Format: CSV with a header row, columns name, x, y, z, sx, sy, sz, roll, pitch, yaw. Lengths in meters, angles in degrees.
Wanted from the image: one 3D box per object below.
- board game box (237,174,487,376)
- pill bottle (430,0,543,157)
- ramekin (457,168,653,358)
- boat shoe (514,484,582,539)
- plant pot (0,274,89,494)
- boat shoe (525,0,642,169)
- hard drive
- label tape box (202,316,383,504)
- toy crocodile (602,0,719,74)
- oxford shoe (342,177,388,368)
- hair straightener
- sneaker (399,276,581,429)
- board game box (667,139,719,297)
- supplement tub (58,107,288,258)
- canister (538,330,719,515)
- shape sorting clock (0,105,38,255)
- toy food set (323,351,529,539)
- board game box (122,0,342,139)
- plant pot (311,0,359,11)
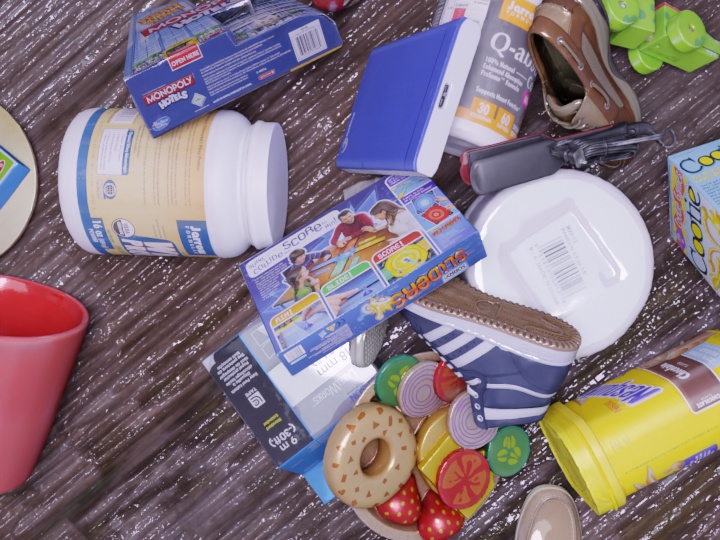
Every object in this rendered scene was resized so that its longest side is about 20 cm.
name,x,y,z,sx,sy,sz,roll,pitch,yaw
board game box,-0.004,-0.009,0.685,0.199,0.136,0.035,-31,132,-2
pill bottle,0.122,-0.219,0.749,0.115,0.116,0.202,18,91,4
ramekin,0.190,-0.006,0.753,0.198,0.098,0.203,0,90,4
boat shoe,0.191,0.323,0.769,0.071,0.065,0.203,7,90,4
plant pot,-0.386,0.113,0.755,0.198,0.200,0.180,15,100,4
boat shoe,0.207,-0.172,0.723,0.074,0.075,0.201,-48,126,-16
hard drive,0.037,-0.157,0.716,0.025,0.200,0.134,17,91,-22
label tape box,-0.045,0.128,0.785,0.144,0.063,0.201,-37,87,3
toy crocodile,0.270,-0.243,0.740,0.198,0.067,0.063,12,75,-19
oxford shoe,0.000,0.000,0.764,0.057,0.075,0.203,-1,69,13
hair straightener,0.193,-0.100,0.681,0.197,0.077,0.041,-9,114,-3
sneaker,0.092,0.072,0.698,0.198,0.070,0.110,21,122,19
board game box,0.372,-0.028,0.681,0.104,0.201,0.104,-18,129,4
supplement tub,-0.179,-0.087,0.754,0.197,0.145,0.147,2,90,4
canister,0.284,0.138,0.723,0.198,0.149,0.087,-27,89,1
shape sorting clock,-0.450,-0.098,0.825,0.197,0.039,0.203,0,89,2
toy food set,0.070,0.174,0.750,0.198,0.049,0.200,-47,111,-12
board game box,-0.148,-0.228,0.745,0.199,0.200,0.062,-29,127,-12
plant pot,-0.029,-0.368,0.724,0.200,0.200,0.183,-44,97,3
